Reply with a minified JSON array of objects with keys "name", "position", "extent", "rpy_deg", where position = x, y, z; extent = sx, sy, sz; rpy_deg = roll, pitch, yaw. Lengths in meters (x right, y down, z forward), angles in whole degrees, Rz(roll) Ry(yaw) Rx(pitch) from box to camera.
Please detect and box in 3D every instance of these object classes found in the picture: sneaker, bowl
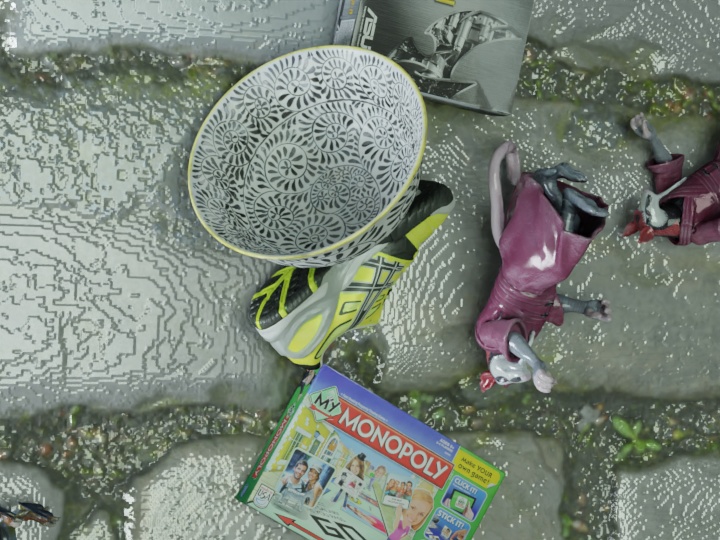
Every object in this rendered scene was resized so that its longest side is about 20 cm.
[{"name":"sneaker","position":[0.000,0.000,1.784],"extent":[0.200,0.075,0.076],"rpy_deg":[-38,119,-8]},{"name":"bowl","position":[-0.029,-0.073,1.725],"extent":[0.201,0.201,0.094],"rpy_deg":[-49,145,-13]}]

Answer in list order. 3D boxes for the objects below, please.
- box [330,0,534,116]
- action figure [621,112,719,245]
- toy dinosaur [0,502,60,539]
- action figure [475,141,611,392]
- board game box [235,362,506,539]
[{"name":"box","position":[0.068,-0.242,1.801],"extent":[0.158,0.048,0.200],"rpy_deg":[13,89,-22]},{"name":"action figure","position":[0.317,-0.074,1.907],"extent":[0.200,0.134,0.149],"rpy_deg":[-29,147,-6]},{"name":"toy dinosaur","position":[-0.297,0.268,1.690],"extent":[0.200,0.105,0.182],"rpy_deg":[27,97,15]},{"name":"action figure","position":[0.134,0.014,1.808],"extent":[0.149,0.134,0.200],"rpy_deg":[29,112,13]},{"name":"board game box","position":[0.011,0.182,1.815],"extent":[0.200,0.029,0.135],"rpy_deg":[32,82,-21]}]
